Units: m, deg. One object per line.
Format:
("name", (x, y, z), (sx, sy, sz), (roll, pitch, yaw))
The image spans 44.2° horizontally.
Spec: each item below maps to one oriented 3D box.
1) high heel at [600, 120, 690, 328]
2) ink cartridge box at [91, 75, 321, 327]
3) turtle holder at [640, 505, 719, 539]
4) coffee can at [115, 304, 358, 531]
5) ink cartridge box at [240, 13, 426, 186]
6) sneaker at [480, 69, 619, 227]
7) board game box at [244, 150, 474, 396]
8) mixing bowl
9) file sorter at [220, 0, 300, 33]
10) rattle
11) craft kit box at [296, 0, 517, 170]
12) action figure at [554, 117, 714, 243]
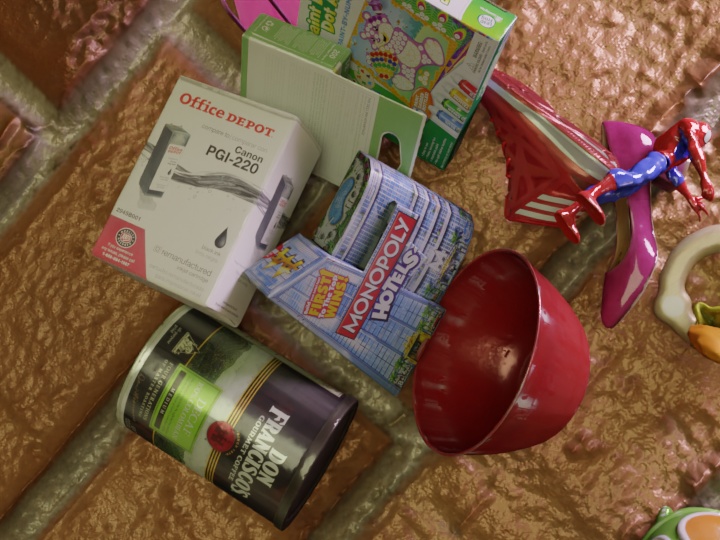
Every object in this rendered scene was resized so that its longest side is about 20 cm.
("high heel", (0.252, -0.047, 0.886), (0.095, 0.067, 0.202), (23, 76, 0))
("ink cartridge box", (-0.147, -0.070, 0.868), (0.144, 0.085, 0.202), (22, 80, 20))
("turtle holder", (0.313, 0.318, 0.824), (0.141, 0.132, 0.186), (39, 93, 8))
("coffee can", (-0.122, 0.144, 0.896), (0.199, 0.146, 0.147), (30, 92, 10))
("ink cartridge box", (-0.028, -0.156, 0.901), (0.198, 0.146, 0.048), (24, 52, 9))
("sneaker", (0.154, -0.119, 0.902), (0.200, 0.078, 0.116), (47, 117, 29))
("board game box", (0.000, 0.000, 0.856), (0.062, 0.199, 0.201), (37, 101, 51))
("mixing bowl", (0.147, 0.092, 0.852), (0.107, 0.200, 0.202), (21, 91, -23))
("file sorter", (-0.058, -0.344, 0.921), (0.198, 0.125, 0.141), (-18, 85, 7))
("rattle", (0.367, -0.014, 0.834), (0.130, 0.143, 0.201), (44, 100, 27))
("craft kit box", (0.030, -0.214, 0.864), (0.196, 0.201, 0.049), (33, 61, 8))
("action figure", (0.279, -0.071, 0.819), (0.199, 0.065, 0.099), (-36, 86, -28))
